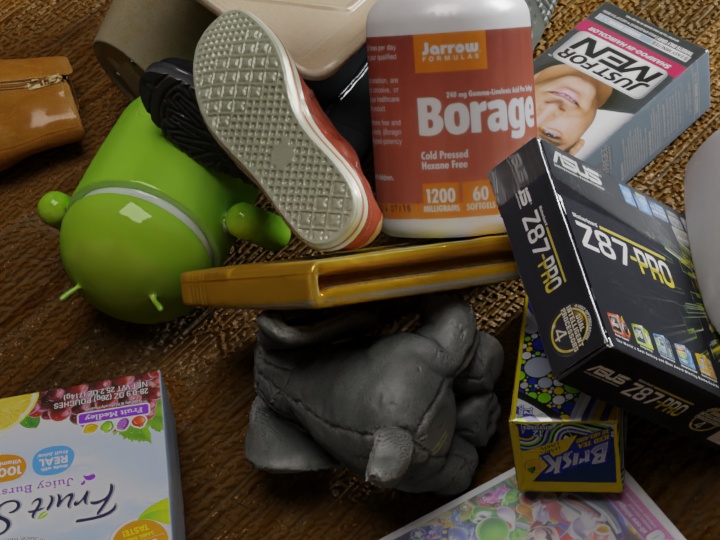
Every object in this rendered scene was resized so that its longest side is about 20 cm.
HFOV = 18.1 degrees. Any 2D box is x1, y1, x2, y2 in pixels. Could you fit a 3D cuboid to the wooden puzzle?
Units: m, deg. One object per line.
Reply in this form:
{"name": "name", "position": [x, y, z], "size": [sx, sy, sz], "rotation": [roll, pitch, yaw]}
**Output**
{"name": "wooden puzzle", "position": [-0.057, -0.223, 1.592], "size": [0.200, 0.037, 0.185], "rotation": [34, 46, 12]}

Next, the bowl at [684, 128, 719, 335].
{"name": "bowl", "position": [0.317, -0.019, 1.465], "size": [0.200, 0.075, 0.200], "rotation": [13, 44, -13]}

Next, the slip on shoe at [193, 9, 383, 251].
{"name": "slip on shoe", "position": [-0.049, -0.089, 1.476], "size": [0.074, 0.061, 0.200], "rotation": [-40, 62, 13]}

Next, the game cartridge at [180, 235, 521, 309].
{"name": "game cartridge", "position": [0.000, 0.000, 1.472], "size": [0.176, 0.032, 0.200], "rotation": [-8, 4, -28]}

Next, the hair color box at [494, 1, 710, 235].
{"name": "hair color box", "position": [0.155, -0.104, 1.643], "size": [0.099, 0.061, 0.200], "rotation": [31, 59, 33]}

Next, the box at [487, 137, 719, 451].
{"name": "box", "position": [0.175, 0.020, 1.416], "size": [0.049, 0.200, 0.161], "rotation": [-38, 49, 27]}

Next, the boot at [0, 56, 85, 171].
{"name": "boot", "position": [-0.301, -0.148, 1.772], "size": [0.144, 0.071, 0.201], "rotation": [-18, 49, -15]}

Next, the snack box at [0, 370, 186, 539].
{"name": "snack box", "position": [-0.215, 0.160, 1.448], "size": [0.200, 0.068, 0.169], "rotation": [-10, 45, 2]}

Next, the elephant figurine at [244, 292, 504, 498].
{"name": "elephant figurine", "position": [-0.020, 0.074, 1.463], "size": [0.200, 0.155, 0.142], "rotation": [12, 72, 27]}

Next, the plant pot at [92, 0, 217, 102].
{"name": "plant pot", "position": [-0.103, -0.208, 1.727], "size": [0.187, 0.187, 0.200], "rotation": [32, 71, 34]}

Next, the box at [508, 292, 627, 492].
{"name": "box", "position": [0.140, 0.054, 1.472], "size": [0.070, 0.064, 0.200], "rotation": [-1, 39, 10]}

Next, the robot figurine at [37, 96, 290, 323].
{"name": "robot figurine", "position": [-0.141, -0.047, 1.601], "size": [0.175, 0.116, 0.200], "rotation": [5, 47, 22]}

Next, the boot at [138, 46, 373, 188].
{"name": "boot", "position": [-0.040, -0.145, 1.589], "size": [0.165, 0.066, 0.200], "rotation": [34, 53, 2]}

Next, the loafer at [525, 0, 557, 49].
{"name": "loafer", "position": [0.090, -0.173, 1.723], "size": [0.070, 0.075, 0.200], "rotation": [2, 43, 31]}

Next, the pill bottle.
{"name": "pill bottle", "position": [0.061, -0.126, 1.513], "size": [0.112, 0.200, 0.112], "rotation": [-4, 7, 1]}

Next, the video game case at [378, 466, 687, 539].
{"name": "video game case", "position": [0.097, 0.191, 1.396], "size": [0.200, 0.018, 0.143], "rotation": [-27, 48, -15]}
